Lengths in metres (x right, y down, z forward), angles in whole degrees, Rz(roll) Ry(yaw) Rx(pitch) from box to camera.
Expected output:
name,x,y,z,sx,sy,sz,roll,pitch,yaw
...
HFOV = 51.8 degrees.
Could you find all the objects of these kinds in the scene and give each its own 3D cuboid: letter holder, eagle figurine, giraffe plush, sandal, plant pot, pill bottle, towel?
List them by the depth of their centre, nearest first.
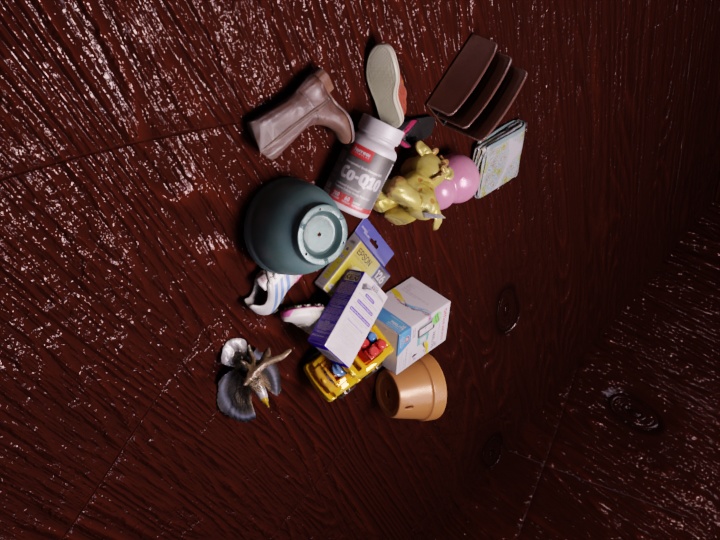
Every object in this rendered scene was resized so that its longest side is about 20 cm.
name,x,y,z,sx,sy,sz,roll,pitch,yaw
plant pot,-0.110,-0.079,1.470,0.200,0.134,0.201,-10,106,-37
pill bottle,0.006,-0.222,1.571,0.114,0.114,0.200,11,108,-54
eagle figurine,-0.242,0.248,1.662,0.151,0.151,0.200,6,156,-11
sandal,0.112,-0.315,1.688,0.200,0.045,0.075,-22,134,-40
giraffe plush,0.129,-0.204,1.697,0.162,0.200,0.173,-68,154,-18
letter holder,0.275,-0.420,1.719,0.200,0.142,0.101,-56,146,0
towel,0.372,-0.303,2.021,0.200,0.048,0.171,-31,141,-33
plant pot,0.136,0.343,2.138,0.140,0.200,0.200,-6,123,-30

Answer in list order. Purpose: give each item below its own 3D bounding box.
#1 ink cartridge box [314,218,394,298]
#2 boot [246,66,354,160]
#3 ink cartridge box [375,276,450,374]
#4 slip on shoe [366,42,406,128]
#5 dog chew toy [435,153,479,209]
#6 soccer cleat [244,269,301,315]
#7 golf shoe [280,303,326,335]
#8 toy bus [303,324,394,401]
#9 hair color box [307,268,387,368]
name,x,y,z,sx,sy,sz,roll,pitch,yaw
ink cartridge box,0.000,0.000,1.806,0.200,0.047,0.198,-50,145,-5
boot,-0.115,-0.264,1.430,0.200,0.064,0.186,-47,132,-19
ink cartridge box,0.117,0.143,1.973,0.200,0.146,0.147,-30,138,-34
slip on shoe,0.059,-0.391,1.551,0.200,0.074,0.061,72,36,-48
dog chew toy,0.195,-0.207,1.821,0.200,0.125,0.125,-29,138,-23
soccer cleat,-0.173,0.006,1.572,0.086,0.070,0.200,24,98,-56
golf shoe,-0.102,0.123,1.722,0.200,0.075,0.092,6,79,-46
toy bus,-0.018,0.213,1.802,0.200,0.136,0.192,-37,180,-24
hair color box,-0.027,0.109,1.713,0.109,0.065,0.200,48,65,-41
